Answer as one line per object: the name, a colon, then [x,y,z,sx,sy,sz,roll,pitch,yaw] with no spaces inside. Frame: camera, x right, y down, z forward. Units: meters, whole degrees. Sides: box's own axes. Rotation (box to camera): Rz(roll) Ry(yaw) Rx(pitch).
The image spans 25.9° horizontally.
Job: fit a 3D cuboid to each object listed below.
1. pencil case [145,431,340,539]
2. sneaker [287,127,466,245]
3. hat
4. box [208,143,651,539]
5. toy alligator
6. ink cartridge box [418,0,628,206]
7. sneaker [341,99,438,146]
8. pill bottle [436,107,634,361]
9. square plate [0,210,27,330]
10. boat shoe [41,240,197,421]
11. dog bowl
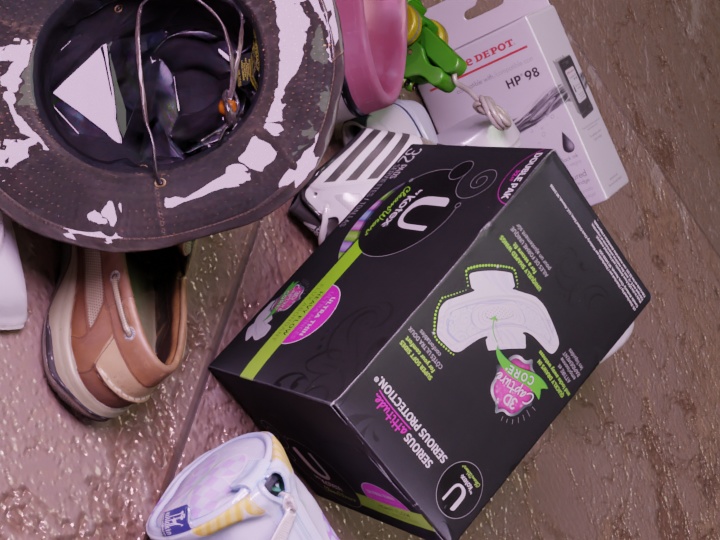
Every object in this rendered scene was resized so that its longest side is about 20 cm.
pencil case: [-0.030,0.182,0.852,0.200,0.090,0.083,58,31,-19]
sneaker: [0.000,0.000,1.055,0.076,0.115,0.201,129,-25,-78]
hat: [-0.109,-0.099,0.804,0.081,0.200,0.201,134,-64,-84]
box: [0.041,0.037,0.923,0.200,0.148,0.124,-48,117,-20]
toy alligator: [0.035,-0.163,1.163,0.200,0.054,0.059,55,19,23]
ink cartridge box: [0.121,-0.136,1.273,0.067,0.116,0.201,-33,99,-58]
sneaker: [0.035,-0.024,1.125,0.071,0.073,0.201,-16,82,-40]
pill bottle: [0.120,-0.019,1.201,0.200,0.110,0.111,60,31,-14]
square plate: [-0.240,-0.071,0.735,0.198,0.028,0.201,4,67,-58]
boat shoe: [-0.120,-0.017,0.848,0.076,0.074,0.201,30,47,-47]
dog bowl: [-0.018,-0.191,1.050,0.200,0.073,0.201,-3,90,-78]
